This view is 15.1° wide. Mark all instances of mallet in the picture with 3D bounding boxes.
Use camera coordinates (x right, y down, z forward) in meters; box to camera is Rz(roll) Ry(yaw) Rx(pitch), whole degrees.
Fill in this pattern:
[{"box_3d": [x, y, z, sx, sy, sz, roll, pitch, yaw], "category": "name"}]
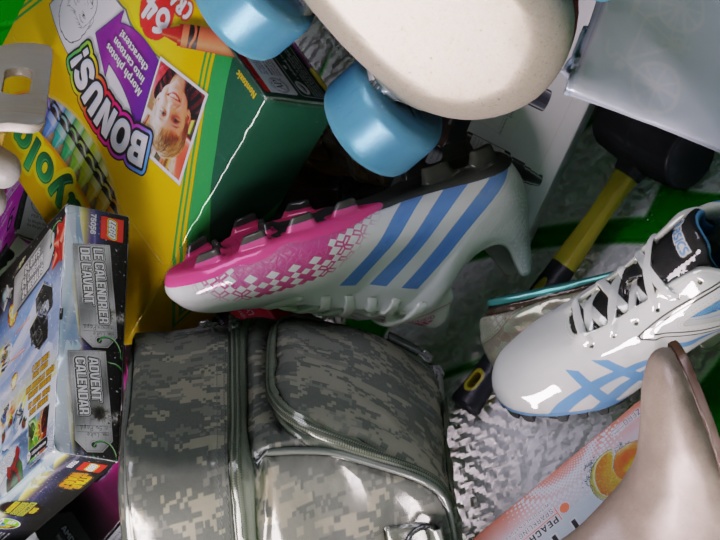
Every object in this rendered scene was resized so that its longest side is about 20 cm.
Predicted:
[{"box_3d": [0.120, -0.005, 1.455, 0.066, 0.041, 0.201, 24, 81, 42], "category": "mallet"}]

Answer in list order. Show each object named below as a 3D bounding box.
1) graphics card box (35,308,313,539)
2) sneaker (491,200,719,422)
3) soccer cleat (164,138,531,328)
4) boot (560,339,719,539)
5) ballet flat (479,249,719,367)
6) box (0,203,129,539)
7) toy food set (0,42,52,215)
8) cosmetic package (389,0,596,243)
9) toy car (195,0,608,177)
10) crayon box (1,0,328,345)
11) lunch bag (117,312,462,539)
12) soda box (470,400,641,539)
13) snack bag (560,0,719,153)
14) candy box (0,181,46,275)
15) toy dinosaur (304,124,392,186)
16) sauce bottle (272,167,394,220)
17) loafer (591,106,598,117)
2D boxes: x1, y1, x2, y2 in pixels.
[{"box_3d": [-0.120, 0.067, 1.526, 0.200, 0.051, 0.126, -49, 56, 17], "category": "graphics card box"}, {"box_3d": [0.147, 0.009, 1.318, 0.199, 0.073, 0.072, -27, 40, 16], "category": "sneaker"}, {"box_3d": [0.000, 0.000, 1.406, 0.199, 0.087, 0.070, -20, 12, -13], "category": "soccer cleat"}, {"box_3d": [0.108, 0.144, 1.255, 0.145, 0.201, 0.070, -18, 19, 2], "category": "boot"}, {"box_3d": [0.158, 0.020, 1.397, 0.199, 0.067, 0.063, -18, 86, 23], "category": "ballet flat"}, {"box_3d": [-0.178, 0.066, 1.454, 0.200, 0.040, 0.138, 141, 134, -56], "category": "box"}, {"box_3d": [-0.209, -0.015, 1.458, 0.144, 0.060, 0.201, -100, 32, -68], "category": "toy food set"}, {"box_3d": [0.093, -0.113, 1.458, 0.082, 0.051, 0.201, 26, 104, 5], "category": "cosmetic package"}, {"box_3d": [0.040, -0.189, 1.388, 0.184, 0.177, 0.200, -38, 21, 30], "category": "toy car"}, {"box_3d": [-0.117, -0.090, 1.472, 0.200, 0.058, 0.173, 54, 125, 34], "category": "crayon box"}, {"box_3d": [-0.033, 0.106, 1.375, 0.166, 0.140, 0.200, -4, 19, -1], "category": "lunch bag"}, {"box_3d": [0.092, 0.159, 1.338, 0.200, 0.064, 0.069, -40, 45, 7], "category": "soda box"}, {"box_3d": [0.218, -0.139, 1.393, 0.199, 0.021, 0.190, 21, 69, -3], "category": "snack bag"}, {"box_3d": [-0.184, -0.069, 1.656, 0.136, 0.061, 0.201, 132, 152, -55], "category": "candy box"}, {"box_3d": [-0.008, -0.082, 1.532, 0.105, 0.061, 0.200, 12, 25, 0], "category": "toy dinosaur"}, {"box_3d": [-0.053, -0.026, 1.571, 0.199, 0.066, 0.066, -16, 52, 28], "category": "sauce bottle"}, {"box_3d": [0.145, -0.185, 1.532, 0.075, 0.068, 0.201, -6, 57, 33], "category": "loafer"}]
